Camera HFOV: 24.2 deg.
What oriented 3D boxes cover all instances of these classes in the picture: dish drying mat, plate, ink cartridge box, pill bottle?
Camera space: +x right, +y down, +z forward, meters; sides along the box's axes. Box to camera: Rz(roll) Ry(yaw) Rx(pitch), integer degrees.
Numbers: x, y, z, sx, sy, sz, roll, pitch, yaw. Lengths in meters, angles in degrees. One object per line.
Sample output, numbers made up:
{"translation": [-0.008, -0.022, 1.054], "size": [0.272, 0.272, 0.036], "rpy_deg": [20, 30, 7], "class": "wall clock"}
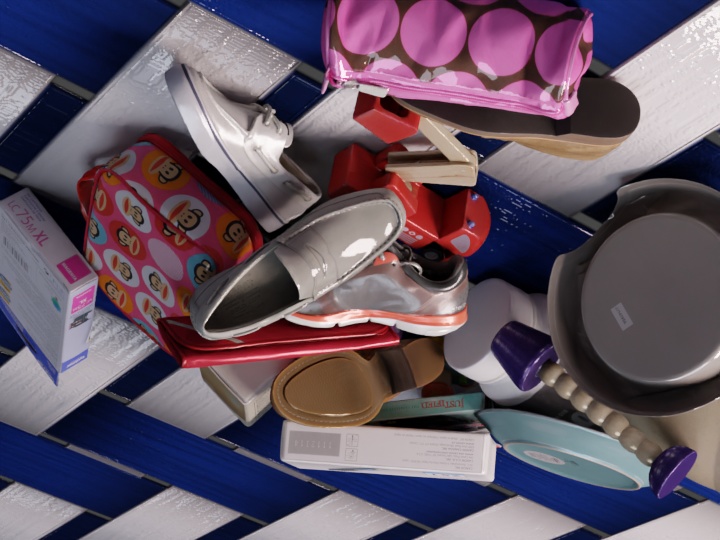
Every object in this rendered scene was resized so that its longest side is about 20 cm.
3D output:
{"translation": [-0.070, 0.052, 1.457], "size": [0.200, 0.077, 0.018], "rpy_deg": [-5, 116, -24], "class": "dish drying mat"}
{"translation": [0.203, 0.175, 1.593], "size": [0.200, 0.026, 0.200], "rpy_deg": [17, 167, 4], "class": "plate"}
{"translation": [-0.308, 0.020, 1.634], "size": [0.119, 0.042, 0.200], "rpy_deg": [50, 150, 16], "class": "ink cartridge box"}
{"translation": [0.183, 0.091, 1.596], "size": [0.200, 0.113, 0.113], "rpy_deg": [29, 144, -27], "class": "pill bottle"}
{"translation": [0.035, 0.182, 1.677], "size": [0.200, 0.045, 0.176], "rpy_deg": [3, 170, 10], "class": "ink cartridge box"}

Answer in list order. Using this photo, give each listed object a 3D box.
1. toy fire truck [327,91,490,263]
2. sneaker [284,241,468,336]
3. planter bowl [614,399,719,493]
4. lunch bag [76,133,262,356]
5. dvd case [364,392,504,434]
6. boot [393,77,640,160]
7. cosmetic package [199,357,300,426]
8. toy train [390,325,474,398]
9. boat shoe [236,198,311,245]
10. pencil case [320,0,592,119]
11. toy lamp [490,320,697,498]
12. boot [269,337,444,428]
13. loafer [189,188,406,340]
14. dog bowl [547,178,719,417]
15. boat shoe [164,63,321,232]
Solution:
{"translation": [0.050, -0.083, 1.416], "size": [0.200, 0.049, 0.141], "rpy_deg": [30, 144, -28], "class": "toy fire truck"}
{"translation": [0.000, 0.000, 1.462], "size": [0.200, 0.077, 0.082], "rpy_deg": [5, 122, -10], "class": "sneaker"}
{"translation": [0.303, 0.089, 1.503], "size": [0.135, 0.200, 0.200], "rpy_deg": [18, 152, 21], "class": "planter bowl"}
{"translation": [-0.184, -0.025, 1.512], "size": [0.176, 0.082, 0.200], "rpy_deg": [40, 148, 8], "class": "lunch bag"}
{"translation": [0.093, 0.150, 1.710], "size": [0.146, 0.022, 0.200], "rpy_deg": [-8, 168, 23], "class": "dvd case"}
{"translation": [0.112, -0.122, 1.323], "size": [0.200, 0.074, 0.075], "rpy_deg": [12, 158, -7], "class": "boot"}
{"translation": [-0.096, 0.081, 1.599], "size": [0.071, 0.105, 0.200], "rpy_deg": [45, 169, 6], "class": "cosmetic package"}
{"translation": [0.055, 0.075, 1.662], "size": [0.200, 0.056, 0.150], "rpy_deg": [26, 145, -23], "class": "toy train"}
{"translation": [-0.029, -0.017, 1.531], "size": [0.200, 0.072, 0.068], "rpy_deg": [22, 149, -6], "class": "boat shoe"}
{"translation": [0.070, -0.162, 1.242], "size": [0.200, 0.094, 0.091], "rpy_deg": [7, 148, 4], "class": "pencil case"}
{"translation": [0.196, 0.115, 1.454], "size": [0.200, 0.058, 0.058], "rpy_deg": [39, 158, 25], "class": "toy lamp"}
{"translation": [-0.036, 0.114, 1.571], "size": [0.200, 0.074, 0.155], "rpy_deg": [-9, 174, -40], "class": "boot"}
{"translation": [-0.049, -0.001, 1.389], "size": [0.200, 0.070, 0.070], "rpy_deg": [-33, 105, 2], "class": "loafer"}
{"translation": [0.257, 0.026, 1.404], "size": [0.200, 0.200, 0.059], "rpy_deg": [-12, 164, 32], "class": "dog bowl"}
{"translation": [-0.092, -0.111, 1.409], "size": [0.070, 0.071, 0.200], "rpy_deg": [-28, 134, 8], "class": "boat shoe"}
